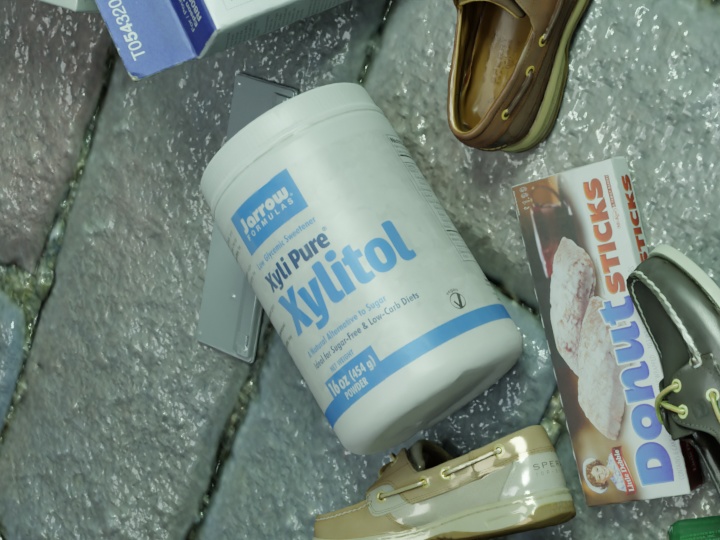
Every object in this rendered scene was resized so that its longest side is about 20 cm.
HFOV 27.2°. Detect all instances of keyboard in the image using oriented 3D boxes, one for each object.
[{"bbox_3d":[-0.083,-0.036,1.065,0.056,0.011,0.202,22,109,37],"label":"keyboard"}]

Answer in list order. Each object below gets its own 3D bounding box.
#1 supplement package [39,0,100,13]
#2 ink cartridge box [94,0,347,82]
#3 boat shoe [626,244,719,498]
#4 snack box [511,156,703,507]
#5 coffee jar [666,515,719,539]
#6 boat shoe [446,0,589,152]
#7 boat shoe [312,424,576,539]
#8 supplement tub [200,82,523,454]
[{"bbox_3d":[-0.225,-0.260,1.069,0.199,0.117,0.118,20,108,31],"label":"supplement package"},{"bbox_3d":[-0.091,-0.243,0.940,0.198,0.199,0.043,63,164,10],"label":"ink cartridge box"},{"bbox_3d":[0.201,0.081,0.827,0.060,0.072,0.202,-29,77,-8],"label":"boat shoe"},{"bbox_3d":[0.148,0.038,0.897,0.071,0.024,0.202,-15,88,35],"label":"snack box"},{"bbox_3d":[0.256,0.160,0.734,0.198,0.105,0.086,-10,47,13],"label":"coffee jar"},{"bbox_3d":[0.094,-0.167,0.881,0.072,0.067,0.202,20,107,32],"label":"boat shoe"},{"bbox_3d":[0.048,0.143,0.962,0.199,0.073,0.070,-18,74,35],"label":"boat shoe"},{"bbox_3d":[0.000,0.000,0.934,0.132,0.132,0.201,-41,73,32],"label":"supplement tub"}]
